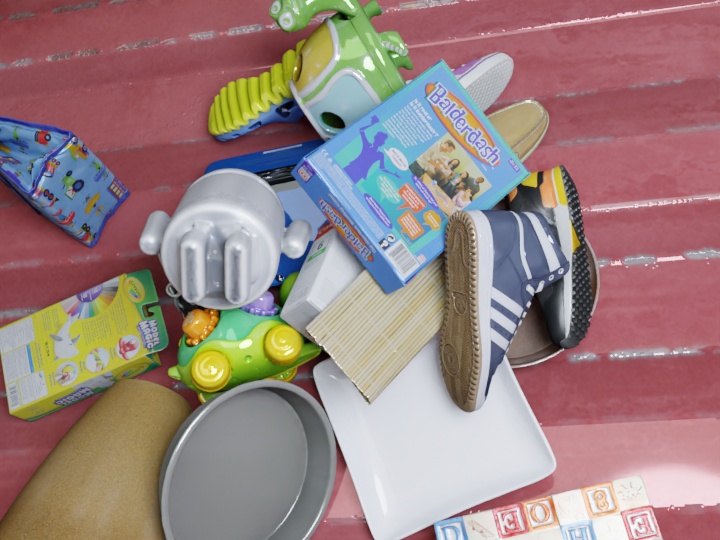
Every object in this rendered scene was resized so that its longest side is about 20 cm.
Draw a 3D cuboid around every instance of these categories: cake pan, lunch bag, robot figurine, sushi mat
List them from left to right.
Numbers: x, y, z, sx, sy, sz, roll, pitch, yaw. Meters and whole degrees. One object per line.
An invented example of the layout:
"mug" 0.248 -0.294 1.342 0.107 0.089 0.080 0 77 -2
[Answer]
"lunch bag" -0.420 -0.133 1.012 0.200 0.151 0.094 24 74 21
"robot figurine" -0.134 -0.035 0.812 0.169 0.113 0.200 5 23 -5
"cake pan" -0.111 0.203 0.788 0.037 0.200 0.200 8 65 49
"sushi mat" 0.042 0.028 0.786 0.096 0.012 0.200 47 62 -2

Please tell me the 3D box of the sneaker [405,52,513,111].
"sneaker" 0.083 -0.223 0.986 0.200 0.073 0.114 -35 61 -4

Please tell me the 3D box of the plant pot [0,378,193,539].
"plant pot" -0.246 0.219 0.820 0.186 0.186 0.200 5 54 15

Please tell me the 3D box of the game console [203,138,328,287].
"game console" -0.081 -0.073 0.957 0.200 0.118 0.171 -11 23 0

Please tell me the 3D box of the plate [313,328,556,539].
"plate" 0.072 0.150 0.827 0.199 0.032 0.200 -27 69 11

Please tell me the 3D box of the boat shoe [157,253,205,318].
"boat shoe" -0.187 0.020 0.940 0.074 0.068 0.200 -27 64 0

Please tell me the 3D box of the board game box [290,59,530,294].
"board game box" 0.054 -0.096 0.795 0.200 0.045 0.152 -39 93 -26

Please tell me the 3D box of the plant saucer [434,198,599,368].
"plant saucer" 0.159 0.015 0.885 0.200 0.034 0.201 -5 67 11

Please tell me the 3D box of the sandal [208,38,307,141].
"sandal" -0.107 -0.210 1.017 0.200 0.087 0.080 -18 59 28

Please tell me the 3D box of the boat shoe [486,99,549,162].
"boat shoe" 0.136 -0.140 0.933 0.200 0.076 0.072 -38 64 -6

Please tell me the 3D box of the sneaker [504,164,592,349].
"sneaker" 0.187 -0.010 0.843 0.090 0.070 0.200 -11 65 28

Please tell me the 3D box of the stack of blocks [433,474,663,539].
"stack of blocks" 0.180 0.274 0.752 0.200 0.059 0.115 -14 65 6

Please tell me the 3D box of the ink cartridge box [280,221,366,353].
"ink cartridge box" 0.000 0.000 0.848 0.050 0.109 0.200 -32 27 41

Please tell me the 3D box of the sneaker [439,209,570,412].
"sneaker" 0.138 0.037 0.774 0.108 0.200 0.070 -8 19 -25

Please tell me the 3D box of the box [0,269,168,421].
"box" -0.323 0.085 0.954 0.200 0.048 0.117 -24 64 4

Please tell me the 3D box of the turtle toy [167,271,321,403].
"turtle toy" -0.109 0.068 0.851 0.200 0.146 0.101 -20 74 -15

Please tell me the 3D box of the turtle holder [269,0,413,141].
"turtle holder" -0.012 -0.219 0.883 0.132 0.186 0.141 -31 63 9
